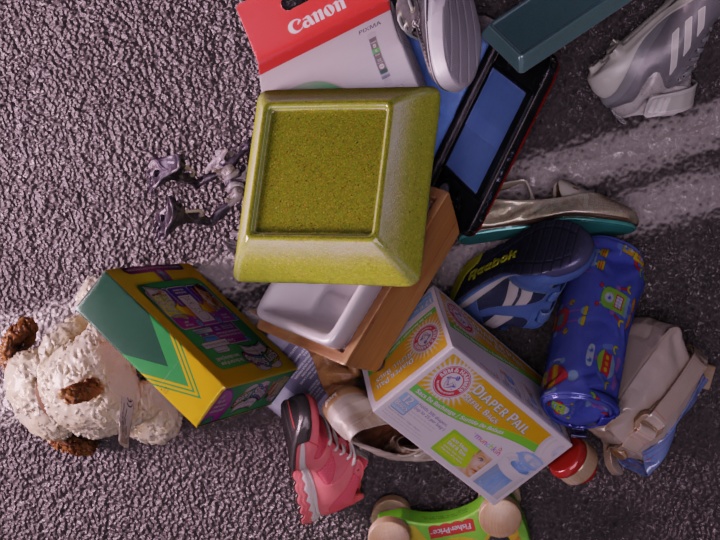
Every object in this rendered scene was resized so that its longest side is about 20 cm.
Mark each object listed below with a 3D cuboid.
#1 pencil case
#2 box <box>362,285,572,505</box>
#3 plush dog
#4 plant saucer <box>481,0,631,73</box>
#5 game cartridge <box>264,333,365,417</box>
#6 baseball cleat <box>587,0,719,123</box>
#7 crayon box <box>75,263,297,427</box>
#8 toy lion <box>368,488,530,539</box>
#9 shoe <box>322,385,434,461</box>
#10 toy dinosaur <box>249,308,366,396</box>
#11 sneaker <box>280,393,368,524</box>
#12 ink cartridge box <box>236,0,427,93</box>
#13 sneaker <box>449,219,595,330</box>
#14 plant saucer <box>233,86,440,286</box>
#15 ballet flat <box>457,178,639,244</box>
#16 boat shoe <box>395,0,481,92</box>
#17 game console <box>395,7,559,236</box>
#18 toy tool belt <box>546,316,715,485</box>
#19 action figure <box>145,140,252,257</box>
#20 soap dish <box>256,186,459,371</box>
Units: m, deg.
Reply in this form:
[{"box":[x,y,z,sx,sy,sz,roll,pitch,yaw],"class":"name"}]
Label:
[{"box":[0.239,0.065,1.583,0.086,0.078,0.202,20,62,-9],"class":"pencil case"},{"box":[0.105,0.128,1.582,0.112,0.102,0.200,-40,123,18],"class":"box"},{"box":[-0.312,0.127,1.681,0.171,0.160,0.202,-19,100,36],"class":"plush dog"},{"box":[0.216,-0.270,1.535,0.199,0.019,0.070,-34,55,-9],"class":"plant saucer"},{"box":[-0.028,0.080,1.686,0.133,0.041,0.200,40,104,-1],"class":"game cartridge"},{"box":[0.327,-0.228,1.572,0.199,0.070,0.107,-37,104,22],"class":"baseball cleat"},{"box":[-0.173,0.072,1.593,0.172,0.200,0.058,43,104,12],"class":"crayon box"},{"box":[0.096,0.338,1.724,0.198,0.069,0.194,-13,108,8],"class":"toy lion"},{"box":[0.037,0.173,1.634,0.199,0.053,0.070,23,109,-47],"class":"shoe"},{"box":[-0.024,0.103,1.643,0.106,0.060,0.201,-32,98,13],"class":"toy dinosaur"},{"box":[-0.036,0.193,1.668,0.086,0.074,0.201,-11,140,-6],"class":"sneaker"},{"box":[-0.031,-0.214,1.581,0.160,0.050,0.202,-24,87,15],"class":"ink cartridge box"},{"box":[0.178,0.009,1.597,0.082,0.074,0.199,40,147,-19],"class":"sneaker"},{"box":[-0.031,-0.090,1.505,0.198,0.048,0.202,1,75,22],"class":"plant saucer"},{"box":[0.190,-0.067,1.619,0.197,0.068,0.063,-3,74,4],"class":"ballet flat"},{"box":[0.072,-0.258,1.550,0.070,0.072,0.202,-21,58,31],"class":"boat shoe"},{"box":[0.084,-0.165,1.580,0.118,0.173,0.202,18,106,-26],"class":"game console"},{"box":[0.290,0.157,1.625,0.123,0.125,0.201,39,81,-31],"class":"toy tool belt"},{"box":[-0.127,-0.081,1.625,0.198,0.102,0.120,-5,72,-32],"class":"action figure"},{"box":[0.000,0.000,1.569,0.081,0.157,0.201,40,76,-36],"class":"soap dish"}]
